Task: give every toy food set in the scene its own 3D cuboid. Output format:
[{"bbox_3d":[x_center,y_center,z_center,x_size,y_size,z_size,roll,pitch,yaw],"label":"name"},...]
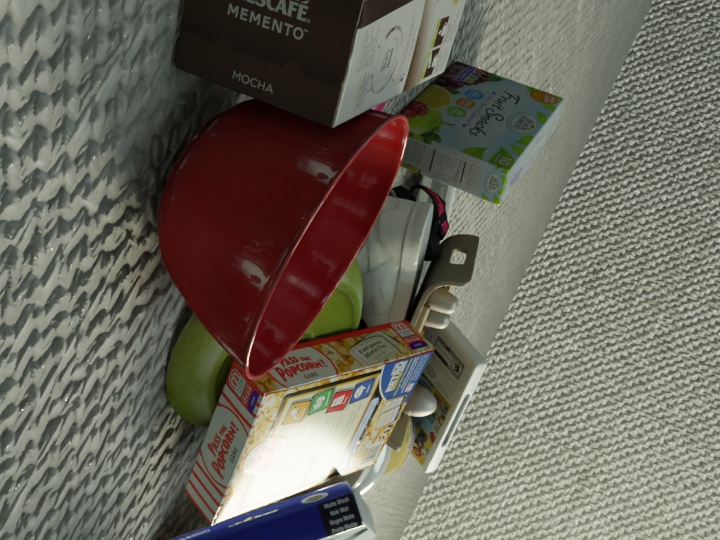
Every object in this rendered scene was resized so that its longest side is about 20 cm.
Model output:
[{"bbox_3d":[0.074,0.070,1.020,0.144,0.060,0.200,-63,175,-67],"label":"toy food set"}]

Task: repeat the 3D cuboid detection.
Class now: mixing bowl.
[{"bbox_3d":[-0.064,-0.039,0.662,0.200,0.108,0.200,-58,172,-13],"label":"mixing bowl"}]

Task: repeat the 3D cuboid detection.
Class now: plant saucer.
[{"bbox_3d":[-0.069,0.063,0.832,0.200,0.031,0.200,-31,146,-24],"label":"plant saucer"}]

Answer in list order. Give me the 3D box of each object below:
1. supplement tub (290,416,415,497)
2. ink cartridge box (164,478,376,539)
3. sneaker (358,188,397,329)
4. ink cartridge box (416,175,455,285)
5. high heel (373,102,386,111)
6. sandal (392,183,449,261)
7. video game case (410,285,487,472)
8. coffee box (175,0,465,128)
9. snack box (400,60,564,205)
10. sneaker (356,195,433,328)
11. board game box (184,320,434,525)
[{"bbox_3d":[-0.025,0.182,1.105,0.146,0.145,0.200,-66,165,2],"label":"supplement tub"},{"bbox_3d":[-0.088,0.273,0.995,0.200,0.199,0.041,70,1,-68],"label":"ink cartridge box"},{"bbox_3d":[0.016,-0.020,1.087,0.146,0.077,0.202,-58,158,-61],"label":"sneaker"},{"bbox_3d":[0.083,-0.053,1.304,0.200,0.047,0.160,-99,-159,-86],"label":"ink cartridge box"},{"bbox_3d":[0.013,-0.163,0.827,0.200,0.067,0.096,-56,154,-16],"label":"high heel"},{"bbox_3d":[0.066,-0.062,1.054,0.200,0.045,0.075,-108,179,-77],"label":"sandal"},{"bbox_3d":[0.058,0.111,1.194,0.023,0.200,0.182,-9,134,-36],"label":"video game case"},{"bbox_3d":[-0.016,-0.167,0.645,0.200,0.113,0.080,-42,152,-59],"label":"coffee box"},{"bbox_3d":[0.132,-0.161,1.122,0.200,0.142,0.053,-50,158,-48],"label":"snack box"},{"bbox_3d":[0.000,0.000,0.972,0.074,0.115,0.200,-68,170,-47],"label":"sneaker"},{"bbox_3d":[-0.041,0.128,0.864,0.200,0.046,0.152,-9,133,-45],"label":"board game box"}]
